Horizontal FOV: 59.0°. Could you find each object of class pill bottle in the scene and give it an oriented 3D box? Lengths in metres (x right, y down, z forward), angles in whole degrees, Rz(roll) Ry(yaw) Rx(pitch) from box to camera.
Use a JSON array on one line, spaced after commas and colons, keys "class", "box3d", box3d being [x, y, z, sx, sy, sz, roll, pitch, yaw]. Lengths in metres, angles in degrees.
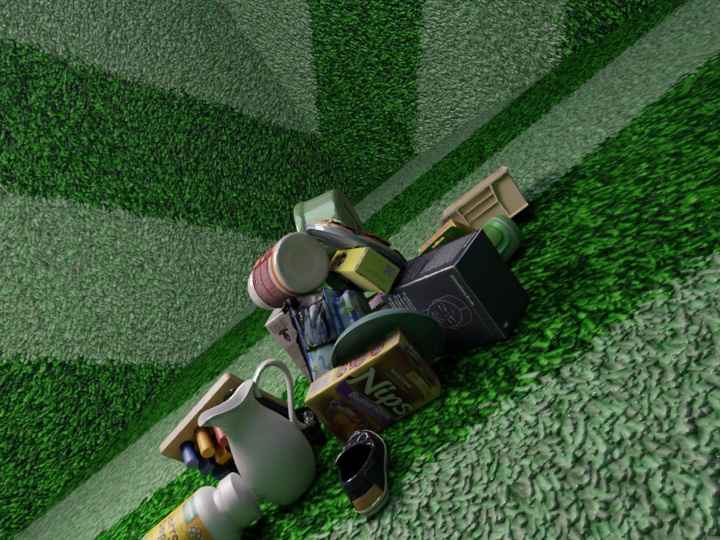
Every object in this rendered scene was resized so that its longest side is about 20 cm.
[{"class": "pill bottle", "box3d": [-0.263, 0.432, 1.042, 0.199, 0.114, 0.113, -39, 11, -2]}, {"class": "pill bottle", "box3d": [-0.148, 0.008, 1.244, 0.114, 0.115, 0.199, -45, 8, -31]}]

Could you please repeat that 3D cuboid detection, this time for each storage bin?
[{"class": "storage bin", "box3d": [0.276, -0.140, 1.461, 0.197, 0.095, 0.200, -36, 3, 14]}]

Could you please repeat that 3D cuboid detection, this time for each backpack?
[{"class": "backpack", "box3d": [-0.036, 0.137, 1.193, 0.143, 0.206, 0.183, -18, -9, 12]}]

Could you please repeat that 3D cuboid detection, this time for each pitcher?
[{"class": "pitcher", "box3d": [-0.146, 0.269, 1.062, 0.171, 0.202, 0.121, -41, 12, -18]}]

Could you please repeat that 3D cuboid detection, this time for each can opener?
[{"class": "can opener", "box3d": [-0.151, 0.266, 1.141, 0.079, 0.197, 0.064, -50, 31, 17]}]

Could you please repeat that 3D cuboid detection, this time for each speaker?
[{"class": "speaker", "box3d": [0.229, -0.018, 1.251, 0.199, 0.089, 0.088, -42, 12, -15]}]

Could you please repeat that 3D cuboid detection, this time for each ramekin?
[{"class": "ramekin", "box3d": [-0.051, -0.072, 1.355, 0.096, 0.203, 0.201, -26, 14, 13]}]

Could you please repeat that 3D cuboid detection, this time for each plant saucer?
[{"class": "plant saucer", "box3d": [0.043, 0.125, 1.059, 0.198, 0.199, 0.028, -35, 46, 20]}]

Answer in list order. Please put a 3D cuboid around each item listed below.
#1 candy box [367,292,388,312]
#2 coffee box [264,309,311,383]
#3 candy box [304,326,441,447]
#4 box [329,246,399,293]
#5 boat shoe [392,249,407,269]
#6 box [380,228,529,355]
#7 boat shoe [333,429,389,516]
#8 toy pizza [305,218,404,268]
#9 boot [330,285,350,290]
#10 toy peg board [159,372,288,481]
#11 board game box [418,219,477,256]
[{"class": "candy box", "box3d": [0.062, 0.099, 1.372, 0.166, 0.072, 0.201, -33, 13, 29]}, {"class": "coffee box", "box3d": [-0.105, 0.153, 1.372, 0.079, 0.202, 0.115, -33, 13, 17]}, {"class": "candy box", "box3d": [0.019, 0.193, 1.029, 0.198, 0.117, 0.057, -35, 16, 20]}, {"class": "box", "box3d": [0.000, 0.000, 1.165, 0.051, 0.074, 0.199, -59, 14, -10]}, {"class": "boat shoe", "box3d": [0.103, 0.036, 1.249, 0.069, 0.072, 0.201, -59, 40, 27]}, {"class": "box", "box3d": [0.157, 0.045, 1.080, 0.198, 0.150, 0.107, -23, 18, 52]}, {"class": "boat shoe", "box3d": [-0.001, 0.276, 0.925, 0.074, 0.063, 0.200, -39, 10, 5]}, {"class": "toy pizza", "box3d": [-0.008, -0.053, 1.171, 0.032, 0.196, 0.200, -69, 17, -7]}, {"class": "boot", "box3d": [-0.012, 0.046, 1.432, 0.167, 0.077, 0.199, -41, 7, -24]}, {"class": "toy peg board", "box3d": [-0.236, 0.330, 1.206, 0.200, 0.199, 0.098, -46, 42, 6]}, {"class": "board game box", "box3d": [0.196, -0.051, 1.308, 0.095, 0.030, 0.198, -43, -27, 23]}]
